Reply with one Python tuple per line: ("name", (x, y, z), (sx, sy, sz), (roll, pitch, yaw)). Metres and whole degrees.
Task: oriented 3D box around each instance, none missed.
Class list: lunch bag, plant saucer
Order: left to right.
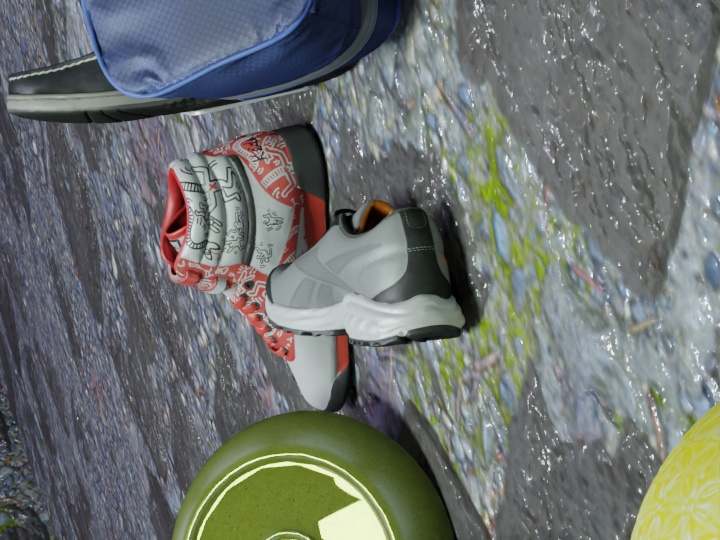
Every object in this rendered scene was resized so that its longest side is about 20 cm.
("lunch bag", (-0.073, -0.191, 0.907), (0.132, 0.135, 0.201), (-7, -100, -67))
("plant saucer", (-0.038, 0.186, 1.065), (0.031, 0.200, 0.201), (13, -124, -66))

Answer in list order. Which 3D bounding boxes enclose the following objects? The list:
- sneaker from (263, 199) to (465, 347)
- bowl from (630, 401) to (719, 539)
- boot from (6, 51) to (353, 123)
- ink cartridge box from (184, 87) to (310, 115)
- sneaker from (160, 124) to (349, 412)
("sneaker", (0.000, 0.000, 0.995), (0.200, 0.074, 0.080), (179, 86, -65))
("bowl", (0.143, 0.136, 0.591), (0.200, 0.107, 0.201), (165, 90, -72))
("boot", (-0.115, -0.170, 1.009), (0.073, 0.203, 0.154), (-39, -61, -87))
("ink cartridge box", (-0.106, -0.209, 1.114), (0.145, 0.084, 0.201), (-155, 54, -68))
("sneaker", (-0.072, 0.009, 1.140), (0.067, 0.108, 0.202), (-141, 40, -61))
